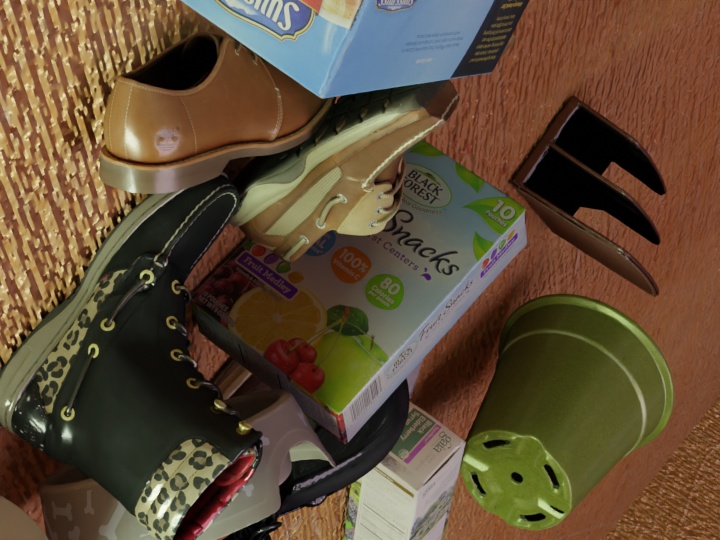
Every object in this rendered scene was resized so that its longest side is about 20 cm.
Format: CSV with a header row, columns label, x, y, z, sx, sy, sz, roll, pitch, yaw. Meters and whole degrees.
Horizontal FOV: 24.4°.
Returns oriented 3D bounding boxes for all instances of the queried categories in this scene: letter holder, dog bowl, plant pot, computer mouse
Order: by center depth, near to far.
label,x,y,z,sx,sy,sz,roll,pitch,yaw
dog bowl,-0.118,0.135,1.089,0.199,0.059,0.200,-19,-175,2
computer mouse,-0.023,0.154,1.308,0.200,0.053,0.139,-46,173,-19
letter holder,0.246,-0.063,1.592,0.101,0.142,0.200,-54,159,1
plant pot,0.194,0.159,1.693,0.190,0.199,0.201,-49,162,-46

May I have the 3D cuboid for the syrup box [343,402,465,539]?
label,x,y,z,sx,sy,sz,roll,pitch,yaw
syrup box,0.042,0.227,1.682,0.079,0.081,0.201,-43,156,-31

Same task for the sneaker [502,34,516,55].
label,x,y,z,sx,sy,sz,roll,pitch,yaw
sneaker,0.034,-0.156,1.110,0.090,0.067,0.200,-50,160,11

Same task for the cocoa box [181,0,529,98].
label,x,y,z,sx,sy,sz,roll,pitch,yaw
cocoa box,0.008,-0.186,0.897,0.200,0.133,0.132,-18,140,-58

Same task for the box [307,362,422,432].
label,x,y,z,sx,sy,sz,roll,pitch,yaw
box,-0.001,0.068,1.389,0.158,0.048,0.201,-34,152,-40

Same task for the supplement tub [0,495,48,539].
label,x,y,z,sx,sy,sz,roll,pitch,yaw
supplement tub,-0.264,0.235,0.963,0.132,0.132,0.201,-20,142,-56

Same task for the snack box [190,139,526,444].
label,x,y,z,sx,sy,sz,roll,pitch,yaw
snack box,0.000,0.000,1.155,0.200,0.142,0.053,-46,156,-19

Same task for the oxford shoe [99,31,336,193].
label,x,y,z,sx,sy,sz,roll,pitch,yaw
oxford shoe,-0.072,-0.105,0.951,0.200,0.071,0.072,-34,134,-54

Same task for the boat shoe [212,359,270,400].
label,x,y,z,sx,sy,sz,roll,pitch,yaw
boat shoe,-0.113,0.152,1.252,0.201,0.067,0.072,-53,159,-5

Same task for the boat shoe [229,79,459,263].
label,x,y,z,sx,sy,sz,roll,pitch,yaw
boat shoe,-0.005,-0.061,1.024,0.200,0.074,0.076,-27,-159,48

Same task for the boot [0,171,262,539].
label,x,y,z,sx,sy,sz,roll,pitch,yaw
boot,-0.104,0.051,0.991,0.204,0.153,0.074,-50,159,-10
